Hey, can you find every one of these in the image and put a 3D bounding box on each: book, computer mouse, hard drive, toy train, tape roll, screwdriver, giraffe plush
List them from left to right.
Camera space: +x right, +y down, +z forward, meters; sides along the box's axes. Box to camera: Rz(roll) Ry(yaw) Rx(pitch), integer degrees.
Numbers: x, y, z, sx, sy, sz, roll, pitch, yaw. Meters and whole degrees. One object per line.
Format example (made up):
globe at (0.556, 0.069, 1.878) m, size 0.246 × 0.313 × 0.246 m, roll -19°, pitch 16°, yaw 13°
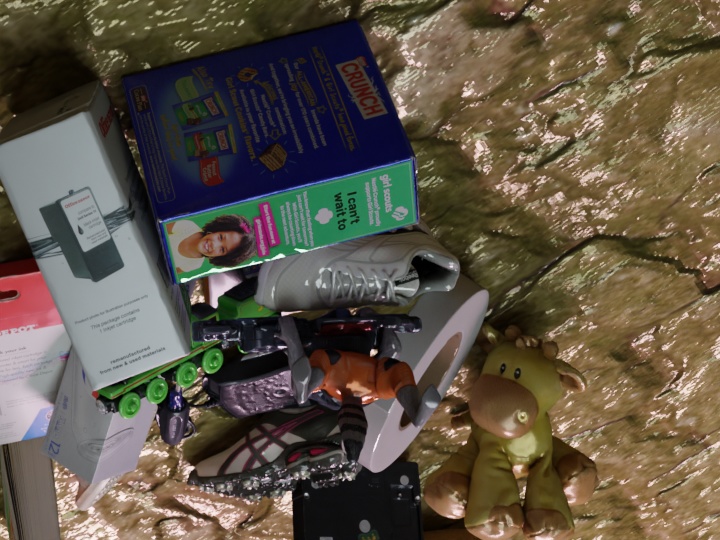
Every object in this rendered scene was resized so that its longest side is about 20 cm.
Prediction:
book at (-0.304, 0.274, 1.484) m, size 0.048 × 0.201 × 0.134 m, roll -4°, pitch 134°, yaw -18°
screwdriver at (-0.167, 0.097, 1.434) m, size 0.029 × 0.028 × 0.201 m, roll 22°, pitch 141°, yaw 11°
toy train at (-0.143, 0.061, 1.337) m, size 0.199 × 0.042 × 0.057 m, roll -28°, pitch 124°, yaw -37°
computer mouse at (-0.116, 0.089, 1.490) m, size 0.198 × 0.046 × 0.141 m, roll -16°, pitch 141°, yaw 12°
hard drive at (-0.001, 0.296, 1.629) m, size 0.138 × 0.202 × 0.038 m, roll 5°, pitch 160°, yaw -25°
tape roll at (0.052, 0.094, 1.471) m, size 0.203 × 0.037 × 0.203 m, roll -52°, pitch 164°, yaw -22°
giraffe plush at (0.156, 0.146, 1.558) m, size 0.171 × 0.201 × 0.163 m, roll 7°, pitch 129°, yaw 7°

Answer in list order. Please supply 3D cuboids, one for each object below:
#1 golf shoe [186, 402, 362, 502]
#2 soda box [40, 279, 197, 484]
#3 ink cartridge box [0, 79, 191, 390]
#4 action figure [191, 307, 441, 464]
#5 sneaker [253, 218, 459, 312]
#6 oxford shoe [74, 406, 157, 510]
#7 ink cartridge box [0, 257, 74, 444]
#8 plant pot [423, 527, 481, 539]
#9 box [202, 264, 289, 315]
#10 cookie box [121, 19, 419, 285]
golf shoe at (-0.084, 0.177, 1.570) m, size 0.198 × 0.089 × 0.077 m, roll -16°, pitch 155°, yaw 28°
soda box at (-0.207, 0.077, 1.364) m, size 0.068 × 0.063 × 0.202 m, roll -8°, pitch 121°, yaw -62°
ink cartridge box at (-0.202, -0.031, 1.213) m, size 0.082 × 0.147 × 0.202 m, roll -20°, pitch 104°, yaw 0°
action figure at (-0.038, 0.088, 1.306) m, size 0.198 × 0.193 × 0.106 m, roll -1°, pitch 96°, yaw -9°
sneaker at (0.000, 0.000, 1.362) m, size 0.198 × 0.081 × 0.076 m, roll -13°, pitch 126°, yaw -35°
oxford shoe at (-0.242, 0.163, 1.501) m, size 0.058 × 0.075 × 0.201 m, roll 36°, pitch 142°, yaw 5°
ink cartridge box at (-0.307, 0.059, 1.370) m, size 0.115 × 0.068 × 0.201 m, roll -10°, pitch 135°, yaw -12°
plant pot at (0.062, 0.367, 1.748) m, size 0.198 × 0.187 × 0.188 m, roll -20°, pitch 138°, yaw -20°
box at (-0.080, -0.042, 1.378) m, size 0.118 × 0.042 × 0.201 m, roll -9°, pitch 132°, yaw -12°
cookie box at (-0.071, -0.095, 1.235) m, size 0.198 × 0.172 × 0.076 m, roll -14°, pitch 139°, yaw -6°
